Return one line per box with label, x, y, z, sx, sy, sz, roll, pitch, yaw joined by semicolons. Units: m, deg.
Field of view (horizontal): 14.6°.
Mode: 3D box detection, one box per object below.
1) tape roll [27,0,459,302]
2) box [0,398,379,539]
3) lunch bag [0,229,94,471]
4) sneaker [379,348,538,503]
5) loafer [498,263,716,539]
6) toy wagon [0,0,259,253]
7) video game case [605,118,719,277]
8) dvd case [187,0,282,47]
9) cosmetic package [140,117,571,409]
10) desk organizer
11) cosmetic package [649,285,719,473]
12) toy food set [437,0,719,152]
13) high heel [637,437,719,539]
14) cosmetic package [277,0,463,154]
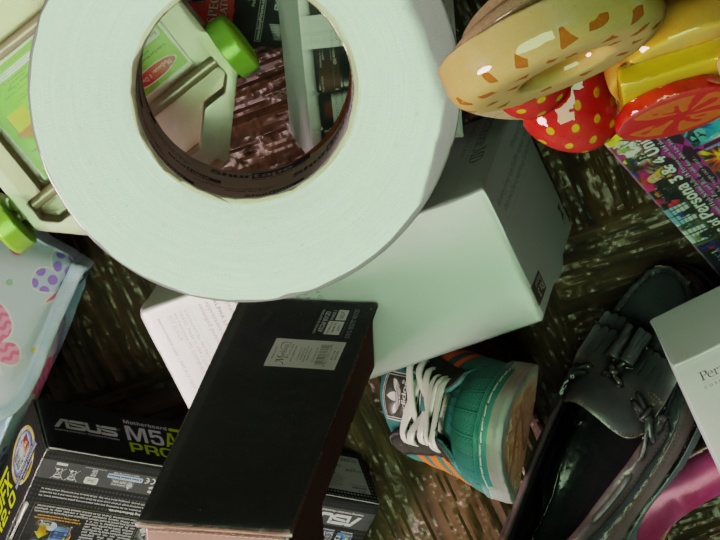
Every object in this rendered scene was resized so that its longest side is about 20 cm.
tape roll;-0.054;-0.090;1.311;0.199;0.066;0.202;-1;103;-2
box;-0.110;0.158;1.521;0.199;0.044;0.161;11;122;-26
lunch bag;-0.254;0.043;1.502;0.169;0.127;0.201;27;111;-2
sneaker;0.046;0.074;1.412;0.079;0.200;0.072;10;89;4
loafer;0.124;0.089;1.432;0.072;0.063;0.201;26;95;37
toy wagon;-0.125;-0.075;1.372;0.155;0.040;0.200;-37;107;7
video game case;0.203;-0.094;1.339;0.181;0.036;0.200;-27;133;22
dvd case;-0.115;-0.183;1.376;0.199;0.022;0.147;1;119;-17
cosmetic package;0.000;0.000;1.432;0.199;0.113;0.081;-22;110;19
desk organizer;-0.043;0.096;1.315;0.071;0.200;0.077;2;120;11
cosmetic package;0.263;0.048;1.387;0.199;0.052;0.151;-26;118;5
toy food set;0.132;-0.101;1.208;0.197;0.200;0.049;-17;74;4
high heel;0.190;0.126;1.477;0.096;0.067;0.201;33;105;7
cosmetic package;0.001;-0.158;1.372;0.082;0.051;0.201;-12;116;-13
